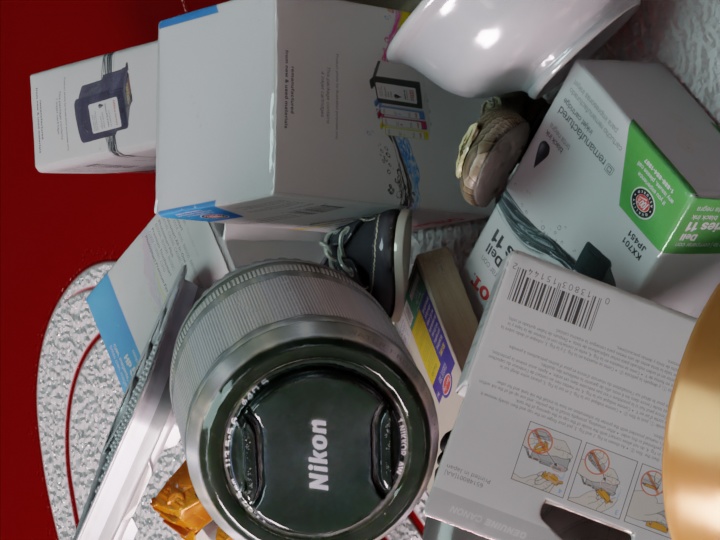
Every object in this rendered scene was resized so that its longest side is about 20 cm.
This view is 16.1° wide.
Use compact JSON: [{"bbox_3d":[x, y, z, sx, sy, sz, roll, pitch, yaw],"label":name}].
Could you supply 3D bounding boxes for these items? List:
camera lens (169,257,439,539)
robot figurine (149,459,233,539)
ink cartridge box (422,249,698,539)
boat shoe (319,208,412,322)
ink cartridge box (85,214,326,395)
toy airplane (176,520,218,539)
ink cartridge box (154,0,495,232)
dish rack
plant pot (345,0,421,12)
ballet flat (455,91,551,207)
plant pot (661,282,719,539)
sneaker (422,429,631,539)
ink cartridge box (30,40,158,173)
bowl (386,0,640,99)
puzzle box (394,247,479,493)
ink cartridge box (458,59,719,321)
[{"bbox_3d":[-0.041,0.087,1.653,0.200,0.160,0.160,-120,39,-72],"label":"camera lens"},{"bbox_3d":[-0.049,0.124,1.816,0.200,0.058,0.145,-46,48,-14],"label":"robot figurine"},{"bbox_3d":[0.154,0.104,1.573,0.045,0.200,0.177,123,168,-78],"label":"ink cartridge box"},{"bbox_3d":[0.000,0.000,1.777,0.200,0.063,0.073,112,165,-78],"label":"boat shoe"},{"bbox_3d":[-0.096,0.016,1.961,0.200,0.128,0.125,-46,58,42],"label":"ink cartridge box"},{"bbox_3d":[-0.055,0.221,1.913,0.200,0.141,0.199,60,167,12],"label":"toy airplane"},{"bbox_3d":[-0.023,-0.107,1.806,0.147,0.200,0.145,-8,79,51],"label":"ink cartridge box"},{"bbox_3d":[-0.153,0.108,1.837,0.200,0.043,0.172,-76,11,-59],"label":"dish rack"},{"bbox_3d":[-0.030,-0.268,1.826,0.200,0.183,0.201,4,95,51],"label":"plant pot"},{"bbox_3d":[0.088,-0.089,1.691,0.046,0.200,0.067,30,110,6],"label":"ballet flat"},{"bbox_3d":[0.282,0.098,1.470,0.140,0.200,0.201,13,102,33],"label":"plant pot"},{"bbox_3d":[0.130,0.138,1.632,0.071,0.200,0.099,19,108,59],"label":"sneaker"},{"bbox_3d":[-0.146,-0.127,2.003,0.200,0.145,0.085,-7,86,51],"label":"ink cartridge box"},{"bbox_3d":[0.119,-0.176,1.670,0.090,0.201,0.201,48,132,4],"label":"bowl"},{"bbox_3d":[0.059,0.085,1.786,0.200,0.025,0.133,105,147,-64],"label":"puzzle box"},{"bbox_3d":[0.164,-0.018,1.678,0.147,0.083,0.200,53,130,36],"label":"ink cartridge box"}]
